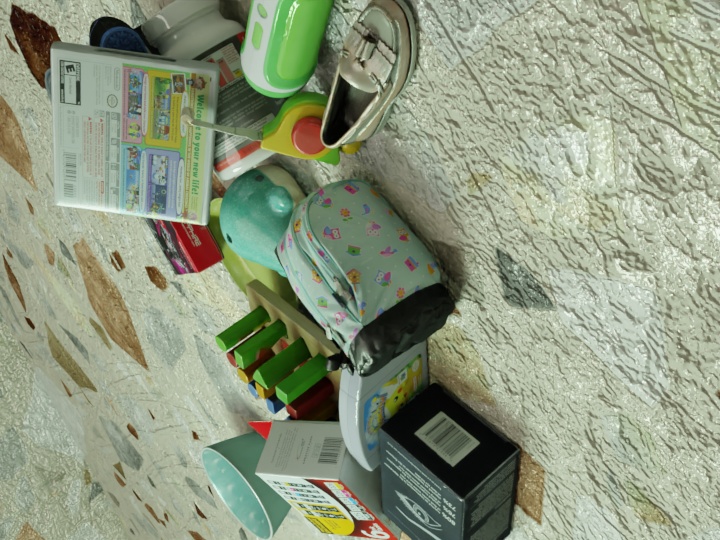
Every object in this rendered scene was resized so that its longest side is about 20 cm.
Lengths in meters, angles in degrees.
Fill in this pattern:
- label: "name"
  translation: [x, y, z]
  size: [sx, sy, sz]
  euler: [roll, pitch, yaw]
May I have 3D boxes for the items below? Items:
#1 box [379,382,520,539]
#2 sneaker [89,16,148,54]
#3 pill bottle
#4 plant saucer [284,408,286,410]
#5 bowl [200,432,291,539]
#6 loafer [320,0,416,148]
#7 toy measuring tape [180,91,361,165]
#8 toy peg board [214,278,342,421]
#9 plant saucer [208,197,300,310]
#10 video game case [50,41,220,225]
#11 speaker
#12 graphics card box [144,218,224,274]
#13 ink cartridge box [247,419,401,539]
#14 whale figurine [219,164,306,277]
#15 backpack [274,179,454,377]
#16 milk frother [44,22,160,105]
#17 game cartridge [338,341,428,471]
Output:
- label: "box"
  translation: [0.109, 0.268, 1.431]
  size: [0.148, 0.104, 0.201]
  euler: [38, 149, 30]
- label: "sneaker"
  translation: [-0.256, -0.199, 1.308]
  size: [0.078, 0.070, 0.201]
  euler: [45, 154, 51]
- label: "pill bottle"
  translation: [-0.163, -0.217, 1.317]
  size: [0.201, 0.116, 0.116]
  euler: [60, 153, -9]
- label: "plant saucer"
  translation: [-0.117, 0.159, 1.776]
  size: [0.070, 0.019, 0.201]
  euler: [43, 151, 24]
- label: "bowl"
  translation: [-0.183, 0.368, 2.021]
  size: [0.201, 0.105, 0.202]
  euler: [40, 150, 29]
- label: "loafer"
  translation: [0.004, -0.189, 1.133]
  size: [0.072, 0.063, 0.200]
  euler: [46, 152, 15]
- label: "toy measuring tape"
  translation: [-0.091, -0.167, 1.230]
  size: [0.198, 0.074, 0.074]
  euler: [13, 155, -12]
- label: "toy peg board"
  translation: [-0.109, 0.152, 1.577]
  size: [0.200, 0.098, 0.200]
  euler: [36, 147, 34]
- label: "plant saucer"
  translation: [-0.143, -0.021, 1.600]
  size: [0.200, 0.031, 0.201]
  euler: [39, 149, 28]
- label: "video game case"
  translation: [-0.253, -0.150, 1.272]
  size: [0.180, 0.022, 0.201]
  euler: [7, 124, -3]
- label: "speaker"
  translation: [-0.071, -0.263, 1.147]
  size: [0.089, 0.088, 0.200]
  euler: [48, 152, 13]
- label: "graphics card box"
  translation: [-0.272, -0.059, 1.709]
  size: [0.126, 0.051, 0.200]
  euler: [62, 164, -9]
- label: "ink cartridge box"
  translation: [-0.051, 0.286, 1.550]
  size: [0.174, 0.084, 0.200]
  euler: [-2, 145, 30]
- label: "whale figurine"
  translation: [-0.103, -0.039, 1.419]
  size: [0.200, 0.103, 0.160]
  euler: [50, 154, 29]
- label: "backpack"
  translation: [0.000, 0.000, 1.278]
  size: [0.200, 0.166, 0.127]
  euler: [52, 138, 14]
- label: "milk frother"
  translation: [-0.250, -0.194, 1.406]
  size: [0.200, 0.188, 0.181]
  euler: [38, 149, 30]
- label: "game cartridge"
  translation: [0.030, 0.155, 1.402]
  size: [0.040, 0.133, 0.201]
  euler: [34, 147, 34]
